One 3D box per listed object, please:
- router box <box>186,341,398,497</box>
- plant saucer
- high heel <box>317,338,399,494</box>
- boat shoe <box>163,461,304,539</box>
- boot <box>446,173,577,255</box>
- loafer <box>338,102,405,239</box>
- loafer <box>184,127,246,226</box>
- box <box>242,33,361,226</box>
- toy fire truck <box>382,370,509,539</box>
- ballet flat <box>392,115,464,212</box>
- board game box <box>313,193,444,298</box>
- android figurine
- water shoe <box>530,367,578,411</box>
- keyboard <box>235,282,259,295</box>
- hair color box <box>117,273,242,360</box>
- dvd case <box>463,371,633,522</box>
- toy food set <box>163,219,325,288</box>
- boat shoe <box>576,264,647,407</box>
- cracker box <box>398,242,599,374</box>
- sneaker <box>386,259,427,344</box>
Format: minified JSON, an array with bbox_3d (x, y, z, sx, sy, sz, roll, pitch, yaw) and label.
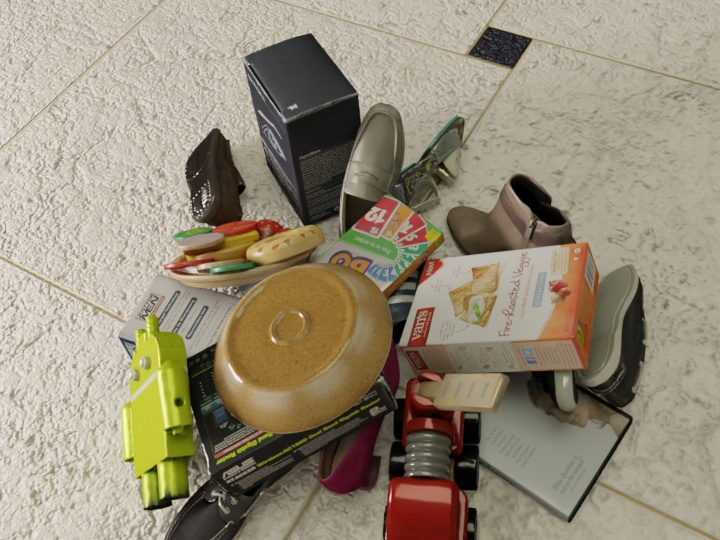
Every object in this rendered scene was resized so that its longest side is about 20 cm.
[{"bbox_3d":[-0.079,0.121,0.832,0.199,0.062,0.150,-29,48,0],"label":"router box"},{"bbox_3d":[-0.067,0.065,0.803,0.198,0.036,0.202,-11,52,15],"label":"plant saucer"},{"bbox_3d":[-0.009,0.136,0.851,0.067,0.096,0.202,3,75,28],"label":"high heel"},{"bbox_3d":[-0.139,0.233,0.850,0.072,0.063,0.200,36,65,27],"label":"boat shoe"},{"bbox_3d":[0.185,-0.062,0.978,0.070,0.147,0.200,-37,59,-22],"label":"boot"},{"bbox_3d":[0.012,-0.110,1.004,0.069,0.202,0.070,13,27,7],"label":"loafer"},{"bbox_3d":[-0.205,-0.125,1.129,0.073,0.071,0.201,-39,39,26],"label":"loafer"},{"bbox_3d":[-0.071,-0.187,1.065,0.104,0.201,0.148,-23,55,-13],"label":"box"},{"bbox_3d":[0.081,0.177,0.768,0.127,0.200,0.178,1,61,13],"label":"toy fire truck"},{"bbox_3d":[0.096,-0.135,1.103,0.072,0.072,0.200,33,64,27],"label":"ballet flat"},{"bbox_3d":[0.000,0.000,0.946,0.095,0.030,0.200,37,74,28],"label":"board game box"},{"bbox_3d":[-0.221,0.151,0.854,0.041,0.182,0.202,1,68,-31],"label":"android figurine"},{"bbox_3d":[0.191,0.089,0.902,0.078,0.072,0.201,-16,36,7],"label":"water shoe"},{"bbox_3d":[-0.115,0.019,0.966,0.056,0.011,0.200,-39,21,-9],"label":"keyboard"},{"bbox_3d":[-0.182,0.083,0.966,0.198,0.061,0.101,16,56,16],"label":"hair color box"},{"bbox_3d":[0.184,0.168,0.890,0.199,0.018,0.143,30,63,26],"label":"dvd case"},{"bbox_3d":[-0.150,-0.026,0.992,0.196,0.049,0.200,-13,17,-15],"label":"toy food set"},{"bbox_3d":[0.303,0.072,0.921,0.060,0.074,0.201,43,41,-13],"label":"boat shoe"},{"bbox_3d":[0.154,0.044,0.874,0.198,0.058,0.135,-7,43,31],"label":"cracker box"},{"bbox_3d":[0.058,0.040,0.971,0.084,0.075,0.201,27,67,16],"label":"sneaker"}]
